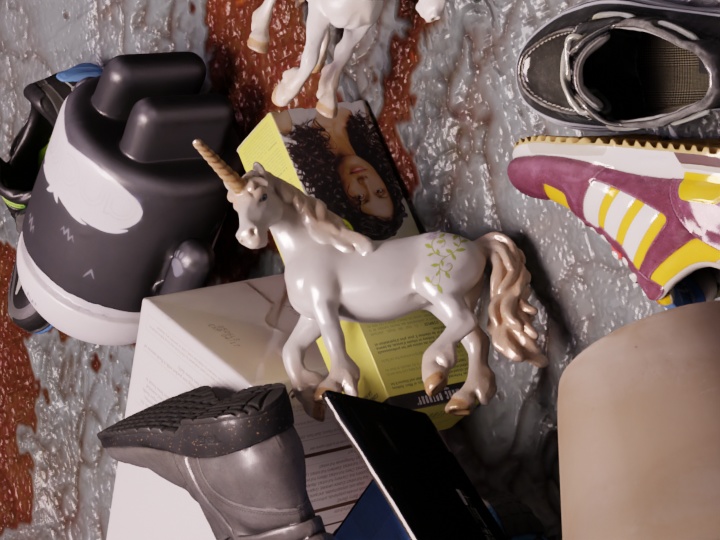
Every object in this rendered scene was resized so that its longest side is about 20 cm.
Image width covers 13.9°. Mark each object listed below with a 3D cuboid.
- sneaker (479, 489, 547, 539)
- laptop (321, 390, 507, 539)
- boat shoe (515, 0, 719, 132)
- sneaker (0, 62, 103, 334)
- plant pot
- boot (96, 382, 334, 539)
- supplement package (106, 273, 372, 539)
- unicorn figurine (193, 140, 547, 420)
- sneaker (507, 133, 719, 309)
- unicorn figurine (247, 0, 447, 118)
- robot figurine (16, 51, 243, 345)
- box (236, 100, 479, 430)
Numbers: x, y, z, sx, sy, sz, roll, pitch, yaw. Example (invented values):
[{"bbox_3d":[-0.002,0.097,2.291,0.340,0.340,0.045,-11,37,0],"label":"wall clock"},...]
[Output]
[{"bbox_3d":[0.054,0.211,1.717,0.087,0.075,0.201,39,127,49],"label":"sneaker"},{"bbox_3d":[0.030,0.181,1.580,0.116,0.200,0.188,-39,68,14],"label":"laptop"},{"bbox_3d":[0.137,-0.108,1.528,0.200,0.071,0.073,-4,95,54],"label":"boat shoe"},{"bbox_3d":[-0.218,-0.049,2.008,0.071,0.082,0.200,42,130,40],"label":"sneaker"},{"bbox_3d":[0.174,0.117,1.440,0.200,0.199,0.174,-46,53,48],"label":"plant pot"},{"bbox_3d":[-0.078,0.137,1.681,0.200,0.070,0.132,-4,109,65],"label":"boot"},{"bbox_3d":[-0.069,0.122,1.816,0.121,0.119,0.201,36,125,42],"label":"supplement package"},{"bbox_3d":[0.000,0.010,1.654,0.074,0.199,0.138,122,149,-67],"label":"unicorn figurine"},{"bbox_3d":[0.147,-0.024,1.531,0.200,0.075,0.091,7,98,53],"label":"sneaker"},{"bbox_3d":[-0.008,-0.160,1.704,0.200,0.074,0.138,48,123,44],"label":"unicorn figurine"},{"bbox_3d":[-0.145,-0.045,1.882,0.151,0.124,0.201,-75,7,-54],"label":"robot figurine"},{"bbox_3d":[0.000,0.000,1.736,0.050,0.075,0.201,-42,65,49],"label":"box"}]
